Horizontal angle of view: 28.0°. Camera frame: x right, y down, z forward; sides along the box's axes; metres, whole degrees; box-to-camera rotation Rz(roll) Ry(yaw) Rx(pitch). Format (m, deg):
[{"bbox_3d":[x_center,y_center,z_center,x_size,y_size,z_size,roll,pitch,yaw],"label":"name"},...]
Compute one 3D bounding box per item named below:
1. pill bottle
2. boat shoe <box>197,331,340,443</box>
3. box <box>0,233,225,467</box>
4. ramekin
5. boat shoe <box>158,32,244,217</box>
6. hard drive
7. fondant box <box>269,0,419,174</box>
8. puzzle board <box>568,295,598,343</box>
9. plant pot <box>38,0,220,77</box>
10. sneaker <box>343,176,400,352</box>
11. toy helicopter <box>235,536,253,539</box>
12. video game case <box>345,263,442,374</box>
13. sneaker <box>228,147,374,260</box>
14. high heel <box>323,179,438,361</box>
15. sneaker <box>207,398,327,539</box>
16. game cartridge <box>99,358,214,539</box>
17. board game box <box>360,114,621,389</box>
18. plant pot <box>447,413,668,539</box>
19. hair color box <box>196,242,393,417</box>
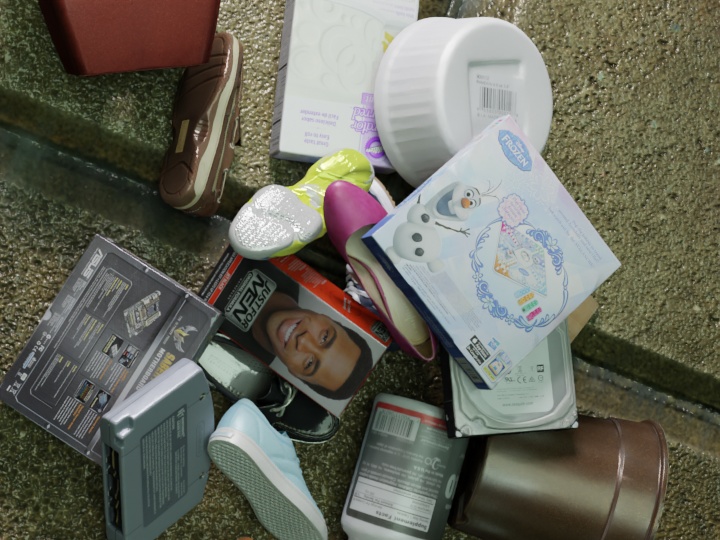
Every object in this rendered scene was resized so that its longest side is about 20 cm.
[{"bbox_3d":[0.044,0.244,1.576,0.113,0.114,0.202,18,83,-14],"label":"pill bottle"},{"bbox_3d":[-0.105,0.126,1.565,0.199,0.060,0.074,37,81,-11],"label":"boat shoe"},{"bbox_3d":[-0.258,0.087,1.497,0.158,0.048,0.201,31,86,4],"label":"box"},{"bbox_3d":[0.120,-0.183,1.591,0.199,0.097,0.202,-1,91,-38],"label":"ramekin"},{"bbox_3d":[-0.161,-0.154,1.568,0.075,0.074,0.204,31,70,-47],"label":"boat shoe"},{"bbox_3d":[0.151,0.071,1.517,0.138,0.038,0.202,-2,80,-14],"label":"hard drive"},{"bbox_3d":[-0.018,-0.217,1.608,0.143,0.058,0.202,7,87,-16],"label":"fondant box"},{"bbox_3d":[0.168,0.023,1.657,0.200,0.017,0.151,47,67,-12],"label":"puzzle board"},{"bbox_3d":[-0.240,-0.294,1.486,0.198,0.200,0.178,-8,100,-16],"label":"plant pot"},{"bbox_3d":[0.000,0.000,1.597,0.108,0.070,0.202,-20,96,-18],"label":"sneaker"},{"bbox_3d":[-0.095,0.361,1.485,0.078,0.200,0.133,-25,112,-15],"label":"toy helicopter"},{"bbox_3d":[0.113,-0.007,1.562,0.200,0.023,0.182,-41,118,4],"label":"video game case"},{"bbox_3d":[-0.067,-0.050,1.532,0.199,0.105,0.076,-32,75,-35],"label":"sneaker"},{"bbox_3d":[0.023,0.002,1.472,0.067,0.096,0.201,-25,118,-3],"label":"high heel"},{"bbox_3d":[-0.084,0.217,1.550,0.201,0.073,0.082,59,41,-33],"label":"sneaker"},{"bbox_3d":[-0.205,0.187,1.472,0.040,0.201,0.133,33,46,29],"label":"game cartridge"},{"bbox_3d":[0.136,-0.019,1.475,0.199,0.043,0.200,-41,99,-16],"label":"board game box"},{"bbox_3d":[0.208,0.234,1.591,0.197,0.200,0.202,18,83,-7],"label":"plant pot"},{"bbox_3d":[-0.071,0.052,1.535,0.199,0.061,0.102,35,109,3],"label":"hair color box"}]
